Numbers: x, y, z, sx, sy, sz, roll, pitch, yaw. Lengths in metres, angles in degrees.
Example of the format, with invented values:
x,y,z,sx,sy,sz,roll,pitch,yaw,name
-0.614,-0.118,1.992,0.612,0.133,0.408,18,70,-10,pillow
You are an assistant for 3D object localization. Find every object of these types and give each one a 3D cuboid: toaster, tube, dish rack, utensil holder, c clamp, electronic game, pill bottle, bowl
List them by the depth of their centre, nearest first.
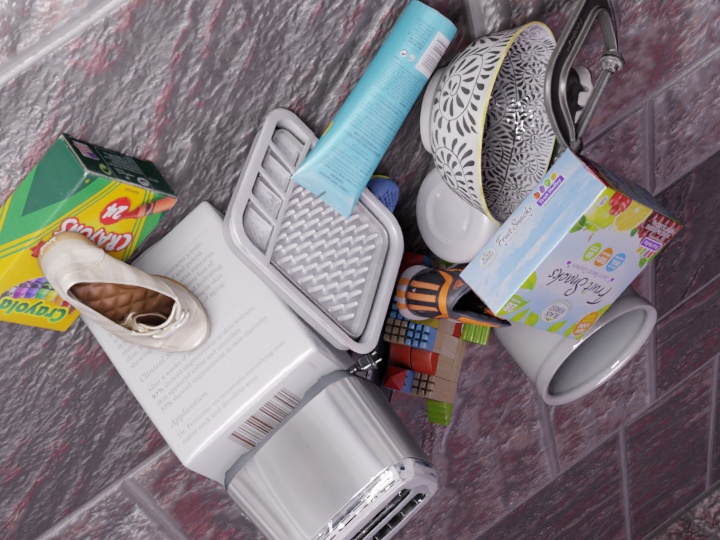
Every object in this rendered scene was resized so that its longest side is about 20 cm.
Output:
x,y,z,sx,sy,sz,roll,pitch,yaw,name
0.016,-0.150,1.480,0.077,0.050,0.201,33,89,-32,tube
-0.018,0.187,1.487,0.200,0.129,0.114,-44,154,8,toaster
-0.047,-0.031,1.488,0.043,0.172,0.200,-23,127,37,dish rack
0.118,-0.150,1.589,0.201,0.094,0.202,-37,133,-54,bowl
0.230,-0.186,1.664,0.171,0.027,0.201,54,52,-45,c clamp
0.162,-0.071,1.785,0.199,0.111,0.111,-8,140,-46,pill bottle
0.008,0.102,1.823,0.200,0.041,0.202,8,90,-77,electronic game
0.225,0.032,1.925,0.169,0.200,0.170,-30,152,-18,utensil holder

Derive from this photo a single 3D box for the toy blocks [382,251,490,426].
x,y,z,sx,sy,sz,roll,pitch,yaw,name
0.075,0.066,1.830,0.137,0.099,0.202,23,79,-64,toy blocks

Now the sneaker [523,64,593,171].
x,y,z,sx,sy,sz,roll,pitch,yaw,name
0.191,-0.128,1.700,0.090,0.202,0.066,13,169,-35,sneaker

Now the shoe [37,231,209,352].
x,y,z,sx,sy,sz,roll,pitch,yaw,name
-0.196,0.032,1.388,0.070,0.053,0.200,-49,138,7,shoe

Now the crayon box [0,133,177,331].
x,y,z,sx,sy,sz,roll,pitch,yaw,name
-0.265,-0.017,1.392,0.200,0.051,0.127,-47,153,17,crayon box

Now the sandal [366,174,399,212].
x,y,z,sx,sy,sz,roll,pitch,yaw,name
0.000,0.000,1.678,0.079,0.087,0.201,10,102,-55,sandal

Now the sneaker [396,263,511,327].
x,y,z,sx,sy,sz,roll,pitch,yaw,name
0.136,0.030,1.749,0.199,0.111,0.078,-11,106,-51,sneaker

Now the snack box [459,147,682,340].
x,y,z,sx,sy,sz,roll,pitch,yaw,name
0.215,-0.021,1.629,0.169,0.068,0.200,-49,148,14,snack box

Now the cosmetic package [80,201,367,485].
x,y,z,sx,sy,sz,roll,pitch,yaw,name
-0.125,0.078,1.550,0.167,0.200,0.166,-41,153,5,cosmetic package
